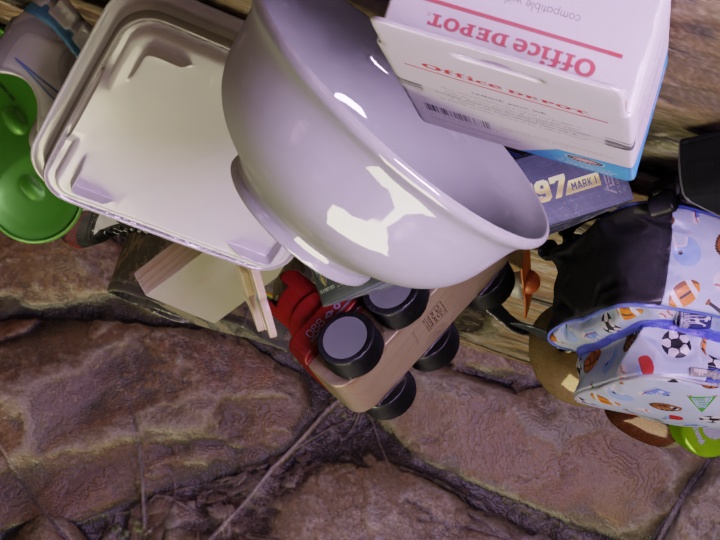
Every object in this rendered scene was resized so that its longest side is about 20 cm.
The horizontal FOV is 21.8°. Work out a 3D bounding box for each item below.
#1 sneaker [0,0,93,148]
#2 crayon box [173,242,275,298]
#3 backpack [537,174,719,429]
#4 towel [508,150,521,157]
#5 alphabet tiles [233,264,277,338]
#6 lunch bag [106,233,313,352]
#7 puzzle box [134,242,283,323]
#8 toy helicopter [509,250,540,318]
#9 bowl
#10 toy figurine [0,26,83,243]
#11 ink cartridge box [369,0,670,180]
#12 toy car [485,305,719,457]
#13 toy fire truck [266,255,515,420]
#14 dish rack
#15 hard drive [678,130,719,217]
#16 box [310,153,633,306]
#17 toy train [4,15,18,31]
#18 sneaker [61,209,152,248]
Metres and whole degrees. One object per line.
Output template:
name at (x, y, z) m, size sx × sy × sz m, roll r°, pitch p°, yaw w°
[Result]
sneaker at (-0.176, -0.093, 1.275) m, size 0.200 × 0.087 × 0.075 m, roll 49°, pitch 176°, yaw -8°
crayon box at (-0.102, -0.052, 1.676) m, size 0.051 × 0.126 × 0.200 m, roll 16°, pitch 174°, yaw 23°
backpack at (0.236, 0.027, 1.260) m, size 0.190 × 0.155 × 0.200 m, roll 4°, pitch 173°, yaw -15°
towel at (0.086, -0.071, 1.409) m, size 0.144 × 0.024 × 0.200 m, roll 19°, pitch 175°, yaw -7°
alphabet tiles at (-0.100, -0.050, 1.385) m, size 0.015 × 0.196 × 0.200 m, roll -18°, pitch 135°, yaw -5°
lunch bag at (-0.146, -0.026, 1.885) m, size 0.199 × 0.165 × 0.118 m, roll 16°, pitch 171°, yaw 28°
puzzle box at (-0.078, -0.033, 1.557) m, size 0.025 × 0.200 × 0.133 m, roll 58°, pitch -169°, yaw 22°
toy helicopter at (0.118, -0.001, 1.757) m, size 0.132 × 0.079 × 0.200 m, roll 18°, pitch 171°, yaw -9°
bowl at (-0.004, -0.056, 0.974) m, size 0.201 × 0.090 × 0.201 m, roll 38°, pitch -162°, yaw -15°
toy figurine at (-0.301, -0.119, 1.591) m, size 0.200 × 0.150 × 0.184 m, roll 49°, pitch -175°, yaw -6°
ink cartridge box at (0.078, -0.103, 0.846) m, size 0.115 × 0.067 × 0.200 m, roll 18°, pitch 175°, yaw 10°
toy car at (0.192, 0.047, 1.474) m, size 0.199 × 0.158 × 0.164 m, roll 15°, pitch -175°, yaw -20°
toy fire truck at (0.000, 0.000, 1.456) m, size 0.200 × 0.176 × 0.129 m, roll 37°, pitch 171°, yaw 36°
dish rack at (-0.097, -0.079, 1.205) m, size 0.199 × 0.172 × 0.044 m, roll 21°, pitch -145°, yaw -22°
hard drive at (0.285, -0.030, 1.047) m, size 0.199 × 0.042 × 0.135 m, roll 19°, pitch 175°, yaw -13°
box at (0.064, -0.031, 1.214) m, size 0.157 × 0.051 × 0.200 m, roll -18°, pitch 177°, yaw -17°
toy train at (-0.188, -0.150, 1.430) m, size 0.200 × 0.042 × 0.056 m, roll 23°, pitch -176°, yaw -42°
sneaker at (-0.191, -0.060, 1.595) m, size 0.071 × 0.098 × 0.200 m, roll -19°, pitch 166°, yaw -48°
